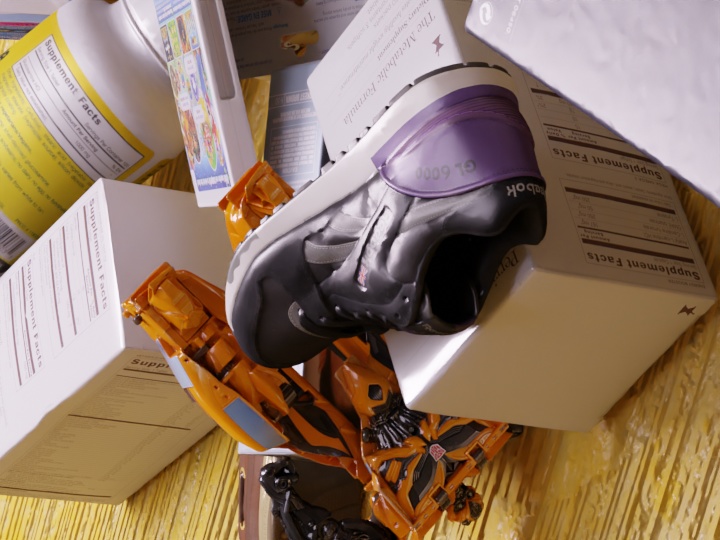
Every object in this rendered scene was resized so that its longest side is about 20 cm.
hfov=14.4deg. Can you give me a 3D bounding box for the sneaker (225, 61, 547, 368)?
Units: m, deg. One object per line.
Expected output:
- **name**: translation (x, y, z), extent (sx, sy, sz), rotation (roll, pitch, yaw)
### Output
- **sneaker**: translation (0.008, 0.001, 1.255), extent (0.200, 0.075, 0.088), rotation (-47, 52, 41)

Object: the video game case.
- **video game case**: translation (-0.090, -0.134, 1.506), extent (0.143, 0.018, 0.201), rotation (-177, 75, -78)

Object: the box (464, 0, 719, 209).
- **box**: translation (0.182, -0.095, 1.122), extent (0.198, 0.199, 0.124), rotation (40, 115, 53)

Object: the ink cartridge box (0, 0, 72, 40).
- **ink cartridge box**: translation (-0.211, -0.218, 1.808), extent (0.200, 0.076, 0.137), rotation (-173, 85, -85)

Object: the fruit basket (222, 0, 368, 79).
- **fruit basket**: translation (-0.033, -0.206, 1.505), extent (0.185, 0.093, 0.201), rotation (-5, 93, 55)

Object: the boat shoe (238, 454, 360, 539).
- **boat shoe**: translation (-0.036, 0.067, 1.533), extent (0.067, 0.072, 0.201), rotation (6, 90, 55)

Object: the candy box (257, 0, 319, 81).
- **candy box**: translation (-0.023, -0.217, 1.596), extent (0.115, 0.055, 0.201), rotation (-28, 59, 50)

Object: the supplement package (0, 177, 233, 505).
- **supplement package**: translation (-0.146, 0.046, 1.668), extent (0.200, 0.113, 0.110), rotation (-39, 52, 45)

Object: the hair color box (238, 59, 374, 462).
- **hair color box**: translation (0.000, 0.000, 1.469), extent (0.060, 0.099, 0.201), rotation (-4, 79, 56)

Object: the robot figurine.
- **robot figurine**: translation (-0.012, 0.051, 1.383), extent (0.145, 0.200, 0.058), rotation (-48, 5, -17)

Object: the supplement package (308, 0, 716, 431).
- **supplement package**: translation (0.068, -0.040, 1.351), extent (0.114, 0.109, 0.201), rotation (-50, 44, 38)

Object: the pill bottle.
- **pill bottle**: translation (-0.174, -0.089, 1.695), extent (0.200, 0.112, 0.113), rotation (-37, 47, 11)
